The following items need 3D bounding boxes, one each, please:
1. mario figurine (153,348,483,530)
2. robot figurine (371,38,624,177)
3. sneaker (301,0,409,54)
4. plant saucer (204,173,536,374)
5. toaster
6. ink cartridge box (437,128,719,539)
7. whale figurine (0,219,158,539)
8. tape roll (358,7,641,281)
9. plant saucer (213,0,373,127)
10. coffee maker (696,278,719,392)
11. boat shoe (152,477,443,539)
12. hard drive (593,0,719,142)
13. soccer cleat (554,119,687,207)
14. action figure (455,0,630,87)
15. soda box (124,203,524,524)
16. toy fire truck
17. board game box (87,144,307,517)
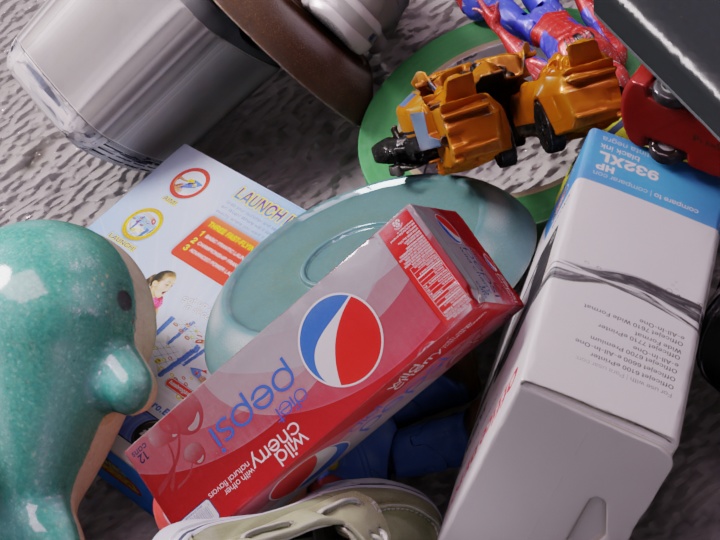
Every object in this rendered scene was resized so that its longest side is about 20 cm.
[{"bbox_3d":[-0.019,0.095,1.160,0.199,0.107,0.123,-23,21,-9],"label":"mario figurine"},{"bbox_3d":[0.079,-0.093,1.206,0.144,0.059,0.200,-16,7,-6],"label":"robot figurine"},{"bbox_3d":[0.013,-0.192,1.410,0.082,0.075,0.200,-45,11,10],"label":"sneaker"},{"bbox_3d":[0.000,0.000,1.183,0.199,0.028,0.201,-19,26,10],"label":"plant saucer"},{"bbox_3d":[-0.140,-0.143,1.384,0.129,0.200,0.114,-45,77,9],"label":"toaster"},{"bbox_3d":[0.113,0.050,1.088,0.083,0.146,0.201,22,43,0],"label":"ink cartridge box"},{"bbox_3d":[-0.187,0.069,1.183,0.158,0.104,0.202,-6,71,33],"label":"whale figurine"},{"bbox_3d":[0.100,-0.081,1.332,0.199,0.048,0.201,-12,44,11],"label":"tape roll"},{"bbox_3d":[-0.057,-0.173,1.378,0.032,0.200,0.201,-44,43,11],"label":"plant saucer"},{"bbox_3d":[0.284,-0.016,1.133,0.190,0.135,0.201,0,48,21],"label":"coffee maker"},{"bbox_3d":[-0.017,0.145,1.044,0.062,0.073,0.199,2,4,41],"label":"boat shoe"},{"bbox_3d":[0.226,-0.107,1.052,0.139,0.033,0.200,-25,51,-16],"label":"hard drive"},{"bbox_3d":[0.169,-0.074,1.215,0.064,0.084,0.201,33,70,-2],"label":"soccer cleat"},{"bbox_3d":[0.108,-0.160,1.340,0.065,0.052,0.200,-29,46,-14],"label":"action figure"},{"bbox_3d":[-0.018,0.054,1.066,0.200,0.070,0.064,-40,74,17],"label":"soda box"},{"bbox_3d":[0.249,-0.090,1.091,0.199,0.049,0.141,23,54,24],"label":"toy fire truck"},{"bbox_3d":[-0.107,0.035,1.294,0.196,0.056,0.199,-42,47,-20],"label":"board game box"}]
